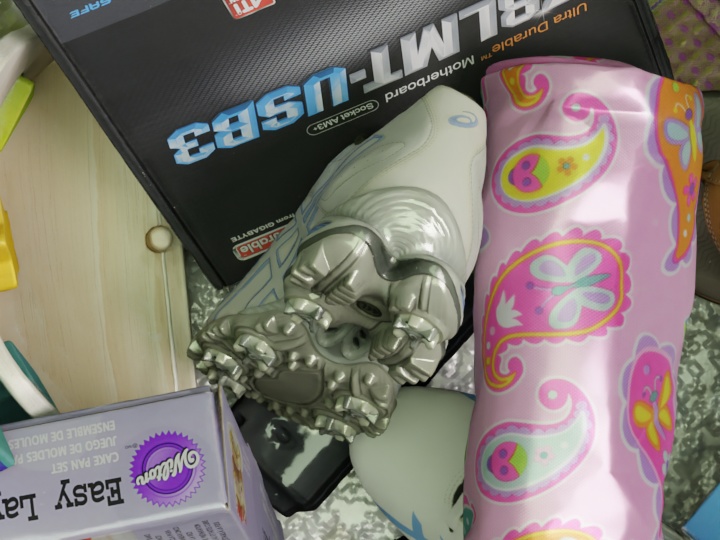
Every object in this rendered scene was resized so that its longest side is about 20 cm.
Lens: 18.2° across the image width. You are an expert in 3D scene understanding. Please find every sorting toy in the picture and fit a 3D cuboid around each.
[{"bbox_3d":[-0.121,-0.012,0.844,0.106,0.180,0.202,-6,89,0],"label":"sorting toy"}]

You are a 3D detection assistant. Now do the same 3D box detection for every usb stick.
[{"bbox_3d":[0.021,0.012,0.916,0.055,0.033,0.200,42,90,2],"label":"usb stick"}]

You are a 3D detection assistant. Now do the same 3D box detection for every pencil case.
[{"bbox_3d":[0.074,0.027,0.792,0.086,0.087,0.202,4,87,0],"label":"pencil case"}]

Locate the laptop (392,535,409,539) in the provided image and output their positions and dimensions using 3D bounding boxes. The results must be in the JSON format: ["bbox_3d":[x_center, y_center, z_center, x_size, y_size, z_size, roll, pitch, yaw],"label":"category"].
[{"bbox_3d":[0.055,0.214,0.925,0.176,0.103,0.201,-20,64,-1],"label":"laptop"}]

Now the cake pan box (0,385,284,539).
[{"bbox_3d":[-0.124,0.109,0.838,0.182,0.200,0.053,-9,68,1],"label":"cake pan box"}]

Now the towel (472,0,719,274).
[{"bbox_3d":[0.064,-0.084,0.898,0.143,0.023,0.200,-42,74,2],"label":"towel"}]

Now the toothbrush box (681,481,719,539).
[{"bbox_3d":[0.232,0.064,0.850,0.200,0.146,0.085,-50,57,1],"label":"toothbrush box"}]

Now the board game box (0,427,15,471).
[{"bbox_3d":[-0.234,0.033,0.746,0.199,0.045,0.153,-24,72,-3],"label":"board game box"}]

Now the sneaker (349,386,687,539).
[{"bbox_3d":[0.079,0.108,0.861,0.199,0.073,0.072,36,83,14],"label":"sneaker"}]

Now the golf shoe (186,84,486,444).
[{"bbox_3d":[0.000,0.000,0.825,0.078,0.200,0.098,29,66,-12],"label":"golf shoe"}]

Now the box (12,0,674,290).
[{"bbox_3d":[-0.004,-0.098,0.802,0.198,0.199,0.050,-22,49,7],"label":"box"}]

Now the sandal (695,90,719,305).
[{"bbox_3d":[0.160,-0.009,0.800,0.082,0.055,0.200,-47,52,2],"label":"sandal"}]
